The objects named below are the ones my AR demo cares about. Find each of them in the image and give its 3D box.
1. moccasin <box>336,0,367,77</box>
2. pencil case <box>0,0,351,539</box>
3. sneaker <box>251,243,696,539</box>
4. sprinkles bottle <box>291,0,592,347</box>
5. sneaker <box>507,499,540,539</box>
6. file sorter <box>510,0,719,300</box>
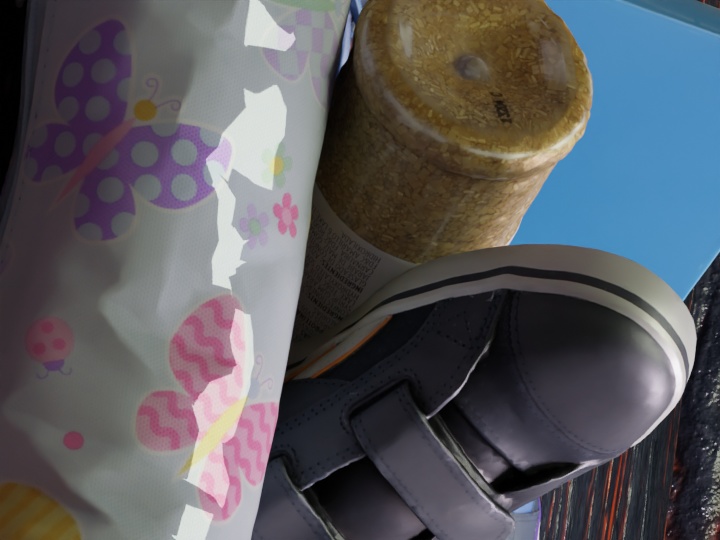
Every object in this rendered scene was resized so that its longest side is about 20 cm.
[{"bbox_3d":[-0.019,-0.112,0.793,0.080,0.068,0.201,34,57,-49],"label":"moccasin"},{"bbox_3d":[-0.057,-0.011,0.657,0.090,0.083,0.201,20,72,-41],"label":"pencil case"},{"bbox_3d":[-0.001,0.057,0.706,0.078,0.199,0.080,48,41,-30],"label":"sneaker"},{"bbox_3d":[0.000,0.000,0.754,0.200,0.068,0.068,119,-11,-50],"label":"sprinkles bottle"},{"bbox_3d":[0.037,0.063,1.181,0.147,0.080,0.201,65,35,-52],"label":"sneaker"},{"bbox_3d":[0.062,-0.067,0.917,0.200,0.138,0.123,120,-15,-48],"label":"file sorter"}]
